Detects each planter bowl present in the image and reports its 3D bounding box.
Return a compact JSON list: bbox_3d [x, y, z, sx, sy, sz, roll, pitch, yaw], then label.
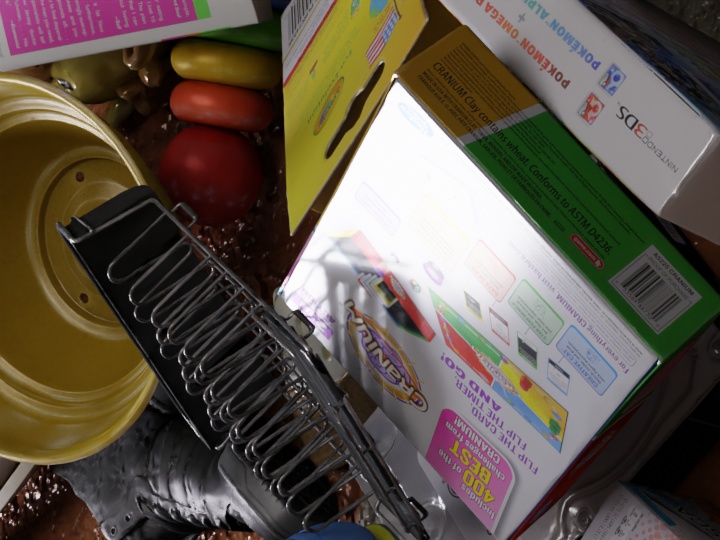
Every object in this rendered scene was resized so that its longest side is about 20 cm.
[{"bbox_3d":[-0.152,-0.008,1.510,0.200,0.083,0.201,9,106,33],"label":"planter bowl"}]

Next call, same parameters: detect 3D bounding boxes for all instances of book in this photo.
[{"bbox_3d":[-0.152,-0.173,1.490,0.199,0.048,0.134,-8,96,18],"label":"book"}]

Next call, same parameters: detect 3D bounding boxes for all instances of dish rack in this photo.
[{"bbox_3d":[-0.048,0.051,1.338,0.055,0.154,0.200,-39,40,-8],"label":"dish rack"}]

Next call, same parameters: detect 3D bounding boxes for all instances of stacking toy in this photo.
[{"bbox_3d":[-0.069,-0.123,1.528,0.085,0.085,0.201,13,93,45],"label":"stacking toy"}]

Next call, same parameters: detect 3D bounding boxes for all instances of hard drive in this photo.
[{"bbox_3d":[0.086,0.065,1.350,0.200,0.038,0.140,-51,49,23],"label":"hard drive"}]

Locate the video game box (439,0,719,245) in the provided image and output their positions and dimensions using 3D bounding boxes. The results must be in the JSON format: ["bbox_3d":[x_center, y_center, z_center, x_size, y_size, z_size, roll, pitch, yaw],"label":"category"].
[{"bbox_3d":[0.139,-0.060,1.215,0.047,0.200,0.182,-55,47,12],"label":"video game box"}]

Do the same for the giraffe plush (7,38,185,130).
[{"bbox_3d":[-0.160,-0.158,1.587,0.199,0.173,0.163,-15,78,14],"label":"giraffe plush"}]

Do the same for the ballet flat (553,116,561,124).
[{"bbox_3d":[0.049,0.005,1.329,0.068,0.067,0.201,-12,71,43],"label":"ballet flat"}]

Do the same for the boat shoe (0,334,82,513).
[{"bbox_3d":[-0.212,0.109,1.599,0.059,0.072,0.200,35,113,-2],"label":"boat shoe"}]

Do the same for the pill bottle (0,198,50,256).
[{"bbox_3d":[-0.245,0.018,1.636,0.200,0.109,0.109,-49,50,24],"label":"pill bottle"}]

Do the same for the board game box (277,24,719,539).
[{"bbox_3d":[0.051,0.012,1.203,0.153,0.040,0.200,48,151,9],"label":"board game box"}]

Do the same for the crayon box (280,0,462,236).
[{"bbox_3d":[0.013,-0.105,1.344,0.127,0.051,0.200,-57,19,28],"label":"crayon box"}]

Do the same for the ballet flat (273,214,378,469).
[{"bbox_3d":[0.000,0.000,1.427,0.068,0.072,0.200,36,105,42],"label":"ballet flat"}]

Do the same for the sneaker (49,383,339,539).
[{"bbox_3d":[-0.088,0.114,1.495,0.104,0.060,0.200,-59,41,13],"label":"sneaker"}]

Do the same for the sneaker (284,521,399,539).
[{"bbox_3d":[-0.050,0.196,1.402,0.066,0.078,0.200,54,131,36],"label":"sneaker"}]

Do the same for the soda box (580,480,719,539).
[{"bbox_3d":[0.100,0.192,1.283,0.068,0.063,0.200,44,109,42],"label":"soda box"}]
